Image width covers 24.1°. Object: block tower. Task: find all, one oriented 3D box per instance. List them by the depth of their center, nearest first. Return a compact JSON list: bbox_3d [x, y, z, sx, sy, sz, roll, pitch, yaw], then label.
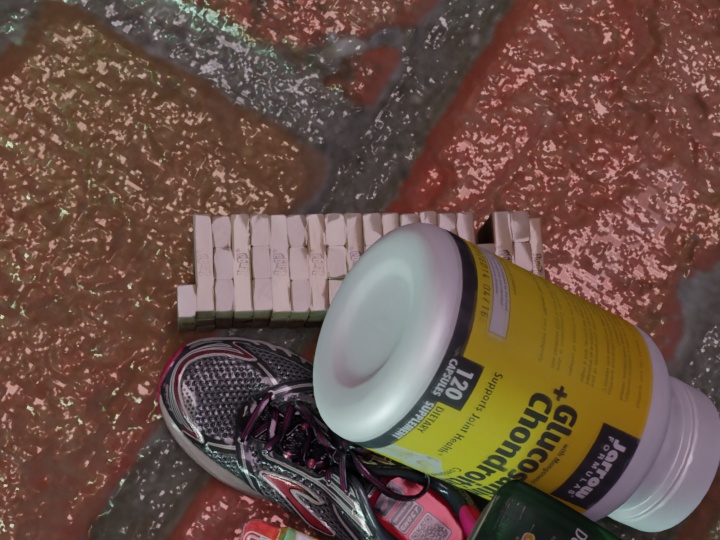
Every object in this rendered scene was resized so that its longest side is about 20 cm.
[{"bbox_3d":[0.000,0.000,0.910,0.198,0.054,0.058,-2,78,-6],"label":"block tower"}]

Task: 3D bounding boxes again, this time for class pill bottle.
[{"bbox_3d":[0.084,0.062,0.850,0.199,0.112,0.113,25,77,-27],"label":"pill bottle"}]

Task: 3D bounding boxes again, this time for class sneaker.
[{"bbox_3d":[-0.014,0.095,0.880,0.199,0.075,0.081,30,78,2],"label":"sneaker"}]

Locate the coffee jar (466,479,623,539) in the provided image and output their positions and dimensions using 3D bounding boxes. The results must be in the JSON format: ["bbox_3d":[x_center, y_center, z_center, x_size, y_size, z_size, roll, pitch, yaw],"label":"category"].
[{"bbox_3d":[0.132,0.184,0.774,0.199,0.086,0.105,25,57,11],"label":"coffee jar"}]

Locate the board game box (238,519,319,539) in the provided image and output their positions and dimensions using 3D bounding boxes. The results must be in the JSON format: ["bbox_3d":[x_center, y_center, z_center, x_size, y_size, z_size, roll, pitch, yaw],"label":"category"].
[{"bbox_3d":[0.017,0.205,0.849,0.199,0.030,0.096,24,75,-6],"label":"board game box"}]
